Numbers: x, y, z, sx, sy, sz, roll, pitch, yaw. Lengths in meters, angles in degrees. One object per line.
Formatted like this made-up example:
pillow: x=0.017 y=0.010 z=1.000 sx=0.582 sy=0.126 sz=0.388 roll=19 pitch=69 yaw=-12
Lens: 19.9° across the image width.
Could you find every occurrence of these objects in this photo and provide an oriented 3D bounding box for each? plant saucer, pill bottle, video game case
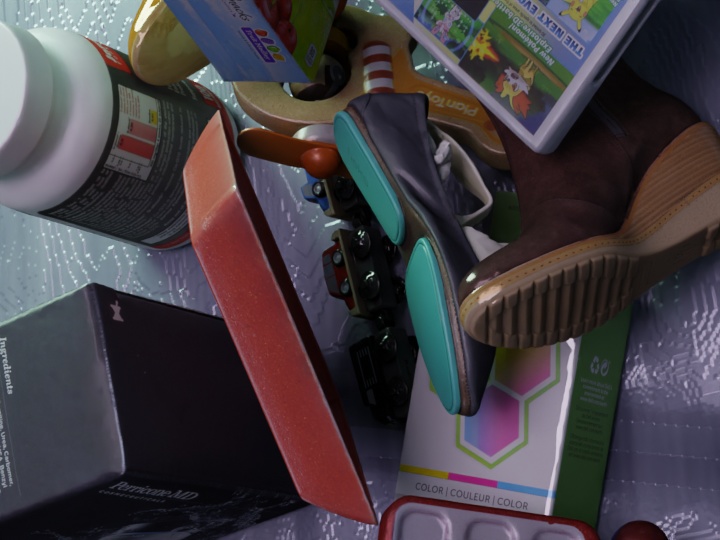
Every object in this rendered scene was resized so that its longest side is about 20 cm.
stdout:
plant saucer: x=-0.052 y=0.026 z=1.136 sx=0.037 sy=0.200 sz=0.201 roll=-23 pitch=107 yaw=0
pill bottle: x=-0.175 y=-0.086 z=1.280 sx=0.115 sy=0.200 sz=0.117 roll=-8 pitch=76 yaw=32
video game case: x=0.081 y=-0.194 z=1.074 sx=0.200 sy=0.022 sz=0.183 roll=46 pitch=115 yaw=25

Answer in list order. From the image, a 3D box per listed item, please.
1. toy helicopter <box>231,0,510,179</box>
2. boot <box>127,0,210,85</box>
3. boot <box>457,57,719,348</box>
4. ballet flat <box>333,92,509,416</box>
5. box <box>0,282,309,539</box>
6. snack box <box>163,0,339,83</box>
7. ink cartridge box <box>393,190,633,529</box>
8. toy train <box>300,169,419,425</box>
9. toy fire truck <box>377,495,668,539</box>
toy helicopter: x=0.014 y=-0.098 z=1.215 sx=0.199 sy=0.079 sz=0.133 roll=18 pitch=57 yaw=18
boot: x=-0.131 y=-0.205 z=1.320 sx=0.143 sy=0.071 sz=0.201 roll=19 pitch=56 yaw=28
boot: x=0.099 y=-0.052 z=1.112 sx=0.167 sy=0.199 sz=0.073 roll=51 pitch=149 yaw=29
ballet flat: x=0.048 y=-0.017 z=1.123 sx=0.073 sy=0.073 sz=0.201 roll=-34 pitch=62 yaw=24
box: x=-0.165 y=0.106 z=1.233 sx=0.199 sy=0.196 sz=0.118 roll=-24 pitch=68 yaw=28
snack box: x=-0.057 y=-0.235 z=1.161 sx=0.067 sy=0.169 sz=0.201 roll=4 pitch=65 yaw=26
ink cartridge box: x=0.090 y=0.052 z=1.157 sx=0.103 sy=0.059 sz=0.201 roll=7 pitch=84 yaw=35
toy train: x=0.000 y=0.000 z=1.247 sx=0.046 sy=0.034 sz=0.201 roll=-31 pitch=63 yaw=37
toy fire truck: x=0.102 y=0.207 z=1.056 sx=0.199 sy=0.112 sz=0.169 roll=7 pitch=75 yaw=-2
